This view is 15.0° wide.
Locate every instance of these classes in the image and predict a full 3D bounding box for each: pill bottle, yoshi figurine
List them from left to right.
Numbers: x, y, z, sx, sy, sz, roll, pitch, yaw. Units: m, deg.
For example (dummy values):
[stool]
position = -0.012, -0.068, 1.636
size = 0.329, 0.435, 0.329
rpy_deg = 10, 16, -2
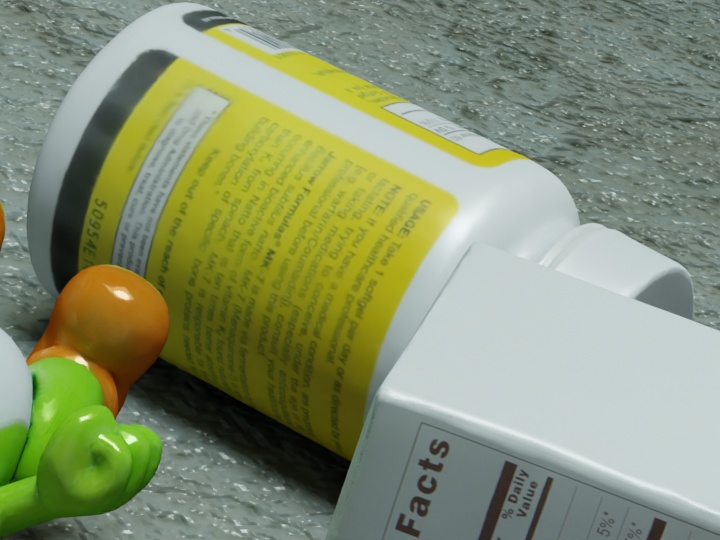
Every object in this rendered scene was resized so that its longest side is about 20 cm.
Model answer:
[yoshi figurine]
position = -0.118, 0.034, 0.695
size = 0.112, 0.112, 0.200
rpy_deg = -15, 19, 25
[pill bottle]
position = 0.000, 0.000, 0.892
size = 0.200, 0.115, 0.114
rpy_deg = 27, 25, 24

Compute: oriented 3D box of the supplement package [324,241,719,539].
[supplement package]
position = 0.093, 0.092, 0.741
size = 0.199, 0.118, 0.117
rpy_deg = 21, 24, 8
